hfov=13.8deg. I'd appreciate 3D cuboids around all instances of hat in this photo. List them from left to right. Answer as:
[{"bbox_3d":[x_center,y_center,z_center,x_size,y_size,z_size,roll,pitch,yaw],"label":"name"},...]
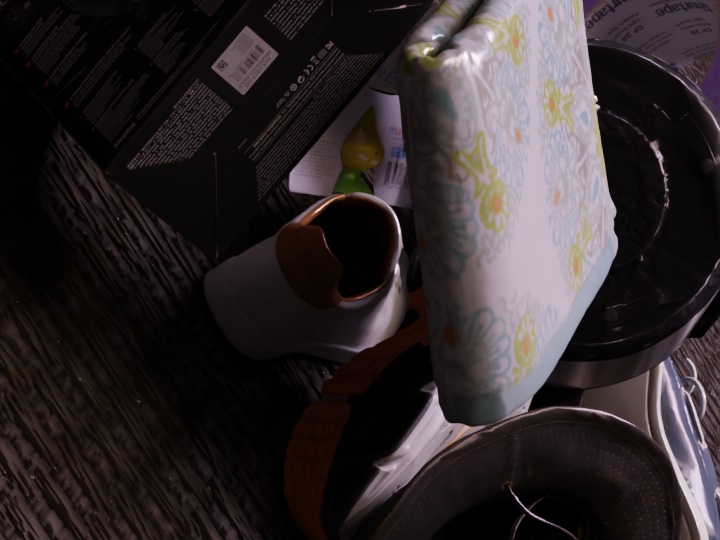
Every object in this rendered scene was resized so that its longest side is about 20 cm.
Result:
[{"bbox_3d":[0.047,0.134,1.355,0.200,0.201,0.081,37,-1,-42],"label":"hat"}]

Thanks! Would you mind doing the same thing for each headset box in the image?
[{"bbox_3d":[-0.078,-0.117,1.320,0.077,0.149,0.200,39,2,-35],"label":"headset box"}]

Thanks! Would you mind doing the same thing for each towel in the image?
[{"bbox_3d":[0.065,-0.047,1.340,0.200,0.048,0.172,-53,136,-60],"label":"towel"}]

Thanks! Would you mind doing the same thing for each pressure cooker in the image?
[{"bbox_3d":[0.118,-0.027,1.620,0.179,0.176,0.200,55,-5,9],"label":"pressure cooker"}]

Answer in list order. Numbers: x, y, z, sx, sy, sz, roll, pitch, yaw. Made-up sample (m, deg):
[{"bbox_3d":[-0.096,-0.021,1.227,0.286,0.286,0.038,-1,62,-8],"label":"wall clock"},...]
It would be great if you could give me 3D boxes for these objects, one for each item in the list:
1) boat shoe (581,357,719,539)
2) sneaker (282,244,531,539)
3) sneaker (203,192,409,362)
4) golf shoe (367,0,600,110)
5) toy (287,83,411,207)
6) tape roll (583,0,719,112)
[{"bbox_3d":[0.168,0.092,1.743,0.062,0.075,0.201,13,51,-58],"label":"boat shoe"},{"bbox_3d":[0.042,0.065,1.432,0.200,0.075,0.092,-54,128,-28],"label":"sneaker"},{"bbox_3d":[0.000,0.000,1.495,0.073,0.084,0.200,59,21,5],"label":"sneaker"},{"bbox_3d":[0.040,-0.128,1.455,0.201,0.097,0.078,62,-14,-22],"label":"golf shoe"},{"bbox_3d":[0.000,-0.136,1.500,0.115,0.047,0.201,6,93,-56],"label":"toy"},{"bbox_3d":[0.192,-0.107,1.883,0.085,0.199,0.201,41,28,-38],"label":"tape roll"}]
